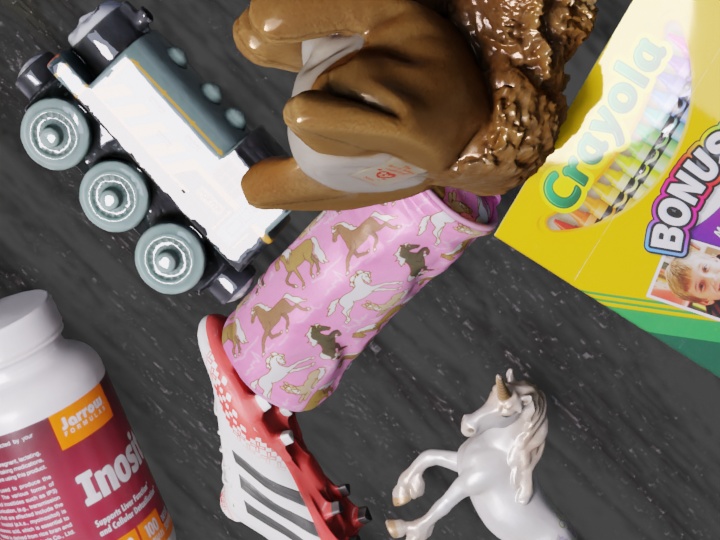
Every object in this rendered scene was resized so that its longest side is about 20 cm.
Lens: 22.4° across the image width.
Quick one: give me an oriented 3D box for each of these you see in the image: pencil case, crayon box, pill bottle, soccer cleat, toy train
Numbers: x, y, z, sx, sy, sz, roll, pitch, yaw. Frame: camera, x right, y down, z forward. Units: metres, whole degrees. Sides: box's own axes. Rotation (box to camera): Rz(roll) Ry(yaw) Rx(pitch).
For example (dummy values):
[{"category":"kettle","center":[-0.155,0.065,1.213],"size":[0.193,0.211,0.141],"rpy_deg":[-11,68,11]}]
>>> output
[{"category":"pencil case","center":[0.000,0.000,1.123],"size":[0.083,0.086,0.200],"rpy_deg":[49,121,10]},{"category":"crayon box","center":[0.199,-0.059,1.038],"size":[0.172,0.058,0.200],"rpy_deg":[31,120,4]},{"category":"pill bottle","center":[-0.211,0.121,1.236],"size":[0.112,0.113,0.201],"rpy_deg":[-14,108,25]},{"category":"soccer cleat","center":[-0.069,0.123,1.213],"size":[0.085,0.069,0.201],"rpy_deg":[-23,108,22]},{"category":"toy train","center":[-0.123,-0.075,1.140],"size":[0.114,0.085,0.200],"rpy_deg":[-42,93,17]}]

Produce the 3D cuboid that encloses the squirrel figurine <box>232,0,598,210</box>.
[{"category":"squirrel figurine","center":[0.029,-0.141,1.011],"size":[0.199,0.142,0.188],"rpy_deg":[2,73,-7]}]

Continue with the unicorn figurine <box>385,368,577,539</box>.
[{"category":"unicorn figurine","center":[0.087,0.149,1.173],"size":[0.137,0.074,0.200],"rpy_deg":[-31,114,19]}]
